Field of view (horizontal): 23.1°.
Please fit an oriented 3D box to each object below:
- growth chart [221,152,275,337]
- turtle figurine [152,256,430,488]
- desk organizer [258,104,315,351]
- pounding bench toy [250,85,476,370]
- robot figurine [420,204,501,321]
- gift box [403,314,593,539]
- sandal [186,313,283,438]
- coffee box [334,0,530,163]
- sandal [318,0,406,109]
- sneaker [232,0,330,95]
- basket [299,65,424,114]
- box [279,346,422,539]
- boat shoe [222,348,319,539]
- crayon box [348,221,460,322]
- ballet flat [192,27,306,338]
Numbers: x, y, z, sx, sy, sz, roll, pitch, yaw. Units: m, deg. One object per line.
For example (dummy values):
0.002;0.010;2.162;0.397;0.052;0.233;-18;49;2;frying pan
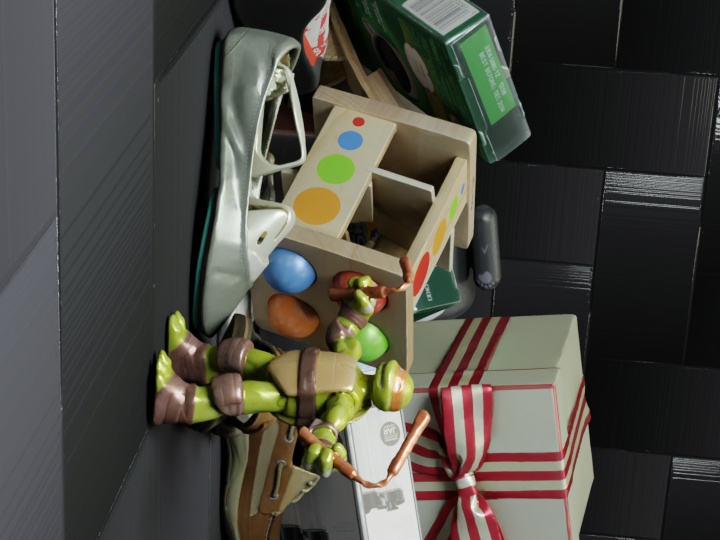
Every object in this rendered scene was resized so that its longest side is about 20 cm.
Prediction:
-0.081;-0.021;1.304;0.200;0.018;0.146;-69;162;-75;growth chart
-0.036;0.060;1.036;0.201;0.160;0.065;-81;174;-49;turtle figurine
-0.044;-0.031;1.449;0.077;0.071;0.202;-82;175;-64;desk organizer
0.000;0.000;1.301;0.201;0.123;0.157;87;25;-54;pounding bench toy
0.047;-0.026;1.633;0.125;0.149;0.202;-111;-163;-69;robot figurine
0.089;0.153;1.474;0.187;0.198;0.186;-56;135;-67;gift box
-0.074;0.082;1.166;0.200;0.054;0.082;89;22;-76;sandal
0.040;-0.175;1.304;0.200;0.044;0.123;43;-16;45;coffee box
-0.037;-0.163;1.346;0.213;0.069;0.078;57;-7;23;sandal
-0.049;-0.215;1.221;0.202;0.067;0.109;93;2;-67;sneaker
0.002;-0.228;1.478;0.201;0.135;0.181;83;-4;-50;basket
-0.017;0.159;1.387;0.060;0.116;0.202;-8;90;-41;box
-0.064;0.145;1.331;0.076;0.073;0.201;-80;173;-52;boat shoe
0.006;-0.009;1.521;0.200;0.051;0.127;-28;-105;63;crayon box
-0.069;-0.055;1.128;0.067;0.063;0.202;36;59;-85;ballet flat
